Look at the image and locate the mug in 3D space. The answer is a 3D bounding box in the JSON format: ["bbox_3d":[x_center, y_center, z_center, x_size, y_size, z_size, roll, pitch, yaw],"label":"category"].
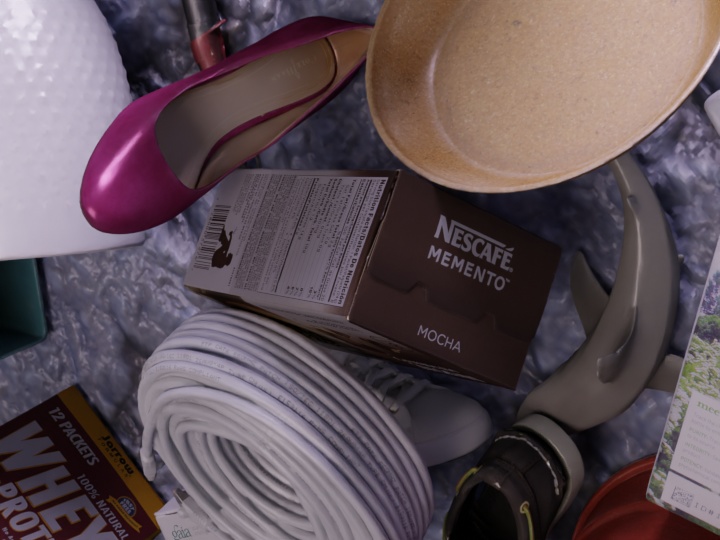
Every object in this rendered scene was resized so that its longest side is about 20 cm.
[{"bbox_3d":[-0.245,-0.098,0.919,0.197,0.148,0.178,-3,94,14],"label":"mug"}]

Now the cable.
[{"bbox_3d":[-0.045,0.112,0.821,0.199,0.069,0.201,32,148,18],"label":"cable"}]

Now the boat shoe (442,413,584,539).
[{"bbox_3d":[0.078,0.171,0.847,0.071,0.060,0.203,37,139,27],"label":"boat shoe"}]

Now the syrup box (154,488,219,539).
[{"bbox_3d":[-0.057,0.235,0.974,0.078,0.081,0.202,-19,96,36],"label":"syrup box"}]

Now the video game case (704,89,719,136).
[{"bbox_3d":[0.288,-0.039,0.662,0.181,0.023,0.201,-31,89,39],"label":"video game case"}]

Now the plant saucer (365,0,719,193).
[{"bbox_3d":[0.096,-0.118,0.696,0.198,0.202,0.035,3,155,34],"label":"plant saucer"}]

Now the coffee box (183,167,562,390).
[{"bbox_3d":[0.000,0.000,0.765,0.199,0.112,0.081,8,76,59],"label":"coffee box"}]

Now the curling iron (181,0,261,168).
[{"bbox_3d":[-0.094,-0.147,0.879,0.050,0.025,0.203,-162,59,-71],"label":"curling iron"}]

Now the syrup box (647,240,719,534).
[{"bbox_3d":[0.208,0.031,0.670,0.078,0.081,0.202,24,122,26],"label":"syrup box"}]

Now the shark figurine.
[{"bbox_3d":[0.136,0.012,0.750,0.127,0.089,0.217,12,117,29],"label":"shark figurine"}]

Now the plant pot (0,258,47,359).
[{"bbox_3d":[-0.364,-0.008,1.062,0.198,0.141,0.143,11,115,39],"label":"plant pot"}]

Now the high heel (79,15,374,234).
[{"bbox_3d":[-0.070,-0.085,0.782,0.095,0.200,0.068,-14,107,44],"label":"high heel"}]

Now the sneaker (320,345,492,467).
[{"bbox_3d":[-0.010,0.073,0.882,0.198,0.073,0.086,3,113,35],"label":"sneaker"}]

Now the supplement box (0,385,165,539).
[{"bbox_3d":[-0.286,0.224,1.056,0.133,0.197,0.200,50,127,7],"label":"supplement box"}]

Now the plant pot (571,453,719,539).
[{"bbox_3d":[0.162,0.228,0.741,0.199,0.195,0.204,12,113,30],"label":"plant pot"}]
